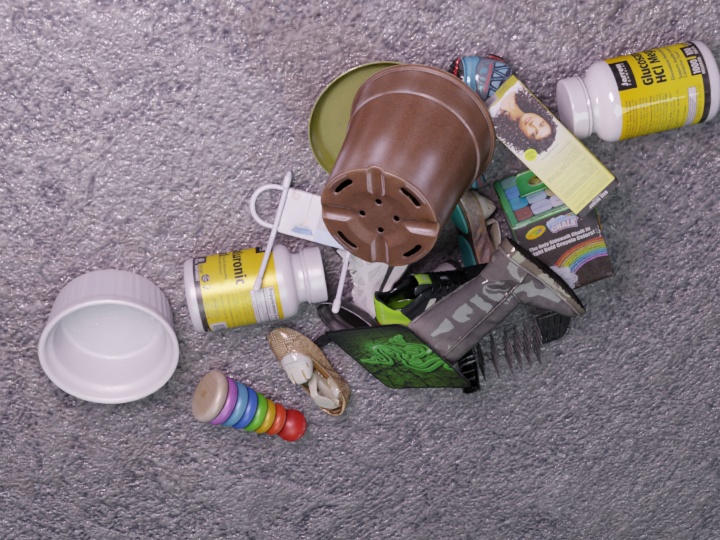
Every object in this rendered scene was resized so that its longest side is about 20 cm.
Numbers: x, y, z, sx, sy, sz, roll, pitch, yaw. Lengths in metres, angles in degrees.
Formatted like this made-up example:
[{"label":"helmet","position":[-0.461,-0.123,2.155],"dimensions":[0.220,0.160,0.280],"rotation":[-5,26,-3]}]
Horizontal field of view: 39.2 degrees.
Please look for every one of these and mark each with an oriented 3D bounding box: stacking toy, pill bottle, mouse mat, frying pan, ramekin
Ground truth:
[{"label":"stacking toy","position":[-0.175,0.234,1.671],"dimensions":[0.200,0.085,0.085],"rotation":[26,119,-34]},{"label":"pill bottle","position":[0.376,-0.239,1.380],"dimensions":[0.200,0.113,0.113],"rotation":[-13,128,-1]},{"label":"mouse mat","position":[0.053,0.131,1.512],"dimensions":[0.161,0.008,0.200],"rotation":[42,150,-25]},{"label":"frying pan","position":[-0.016,0.096,1.553],"dimensions":[0.115,0.031,0.190],"rotation":[29,156,10]},{"label":"ramekin","position":[-0.372,0.094,1.509],"dimensions":[0.200,0.098,0.201],"rotation":[-5,128,-7]},{"label":"pill bottle","position":[-0.152,0.022,1.485],"dimensions":[0.200,0.111,0.111],"rotation":[-10,128,-4]}]

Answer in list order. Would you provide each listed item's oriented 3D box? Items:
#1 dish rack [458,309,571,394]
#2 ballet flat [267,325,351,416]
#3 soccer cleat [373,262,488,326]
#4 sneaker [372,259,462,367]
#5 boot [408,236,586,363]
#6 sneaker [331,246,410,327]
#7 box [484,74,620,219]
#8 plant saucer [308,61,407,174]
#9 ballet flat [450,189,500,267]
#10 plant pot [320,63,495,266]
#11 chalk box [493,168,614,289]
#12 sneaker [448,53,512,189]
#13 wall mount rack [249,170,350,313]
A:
[{"label":"dish rack","position":[0.249,0.126,1.636],"dimensions":[0.200,0.055,0.153],"rotation":[-18,155,0]},{"label":"ballet flat","position":[-0.079,0.168,1.635],"dimensions":[0.070,0.065,0.200],"rotation":[-29,125,24]},{"label":"soccer cleat","position":[0.115,0.030,1.486],"dimensions":[0.200,0.068,0.081],"rotation":[-21,138,0]},{"label":"sneaker","position":[0.081,0.073,1.567],"dimensions":[0.108,0.067,0.201],"rotation":[-10,141,-47]},{"label":"boot","position":[0.196,0.067,1.450],"dimensions":[0.182,0.073,0.200],"rotation":[37,106,-14]},{"label":"sneaker","position":[0.000,0.000,1.536],"dimensions":[0.115,0.076,0.201],"rotation":[25,124,-6]},{"label":"box","position":[0.249,-0.163,1.342],"dimensions":[0.200,0.050,0.075],"rotation":[40,106,-15]},{"label":"plant saucer","position":[0.025,-0.203,1.396],"dimensions":[0.200,0.031,0.200],"rotation":[-5,128,-7]},{"label":"ballet flat","position":[0.172,-0.071,1.512],"dimensions":[0.067,0.068,0.200],"rotation":[-31,134,-10]},{"label":"plant pot","position":[0.052,-0.122,1.276],"dimensions":[0.200,0.198,0.200],"rotation":[13,135,13]},{"label":"chalk box","position":[0.277,-0.079,1.479],"dimensions":[0.125,0.124,0.200],"rotation":[-20,127,7]},{"label":"sneaker","position":[0.176,-0.201,1.396],"dimensions":[0.095,0.079,0.200],"rotation":[-9,128,-5]},{"label":"wall mount rack","position":[-0.069,-0.043,1.430],"dimensions":[0.200,0.075,0.174],"rotation":[15,97,-4]}]
